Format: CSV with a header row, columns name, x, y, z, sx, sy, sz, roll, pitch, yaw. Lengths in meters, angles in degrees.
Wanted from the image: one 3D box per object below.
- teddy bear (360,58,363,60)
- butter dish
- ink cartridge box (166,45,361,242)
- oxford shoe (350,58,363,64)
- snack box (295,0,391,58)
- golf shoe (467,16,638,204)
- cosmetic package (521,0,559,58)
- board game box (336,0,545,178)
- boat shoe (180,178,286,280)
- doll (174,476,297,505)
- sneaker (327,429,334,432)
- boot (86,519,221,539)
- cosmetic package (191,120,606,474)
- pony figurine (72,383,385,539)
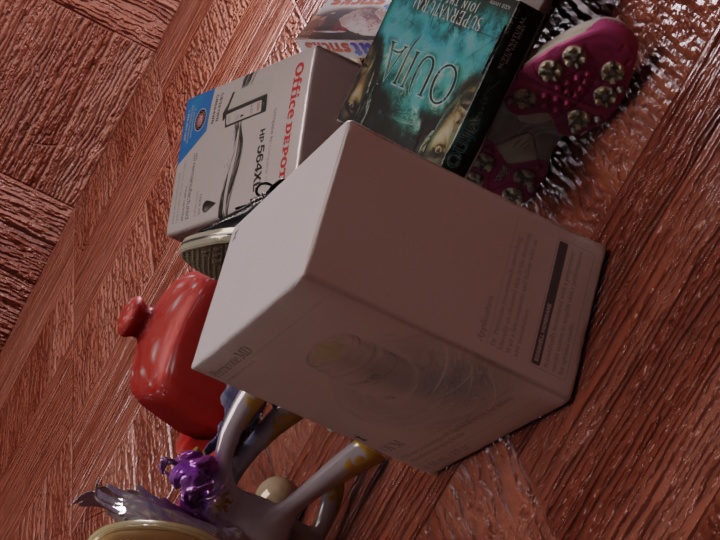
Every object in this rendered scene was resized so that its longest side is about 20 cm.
name,x,y,z,sx,sy,sz,roll,pitch,yaw
teddy bear,0.049,-0.171,1.799,0.146,0.066,0.200,-64,22,18
butter dish,-0.173,0.073,1.962,0.201,0.147,0.199,-67,17,-11
ink cartridge box,-0.080,-0.104,1.798,0.199,0.084,0.147,-17,59,48
oxford shoe,0.009,-0.268,2.084,0.073,0.071,0.201,-13,48,38
snack box,0.034,-0.221,1.767,0.199,0.024,0.072,7,48,43
golf shoe,0.135,-0.131,1.426,0.200,0.075,0.092,-46,20,47
cosmetic package,0.119,-0.200,1.538,0.201,0.051,0.151,-61,-7,12
board game box,0.054,-0.147,1.452,0.136,0.028,0.200,-65,26,4
boat shoe,-0.062,-0.036,1.603,0.199,0.075,0.063,-16,48,35
doll,-0.119,0.232,1.594,0.200,0.136,0.049,-42,-34,-35
sneaker,0.003,0.040,1.559,0.201,0.088,0.081,-57,19,30
boot,-0.101,0.257,1.358,0.073,0.199,0.156,-57,18,17
cosmetic package,0.021,0.026,1.315,0.199,0.199,0.124,-38,30,58
pony figurine,-0.106,0.182,1.498,0.201,0.192,0.167,-57,6,-9
